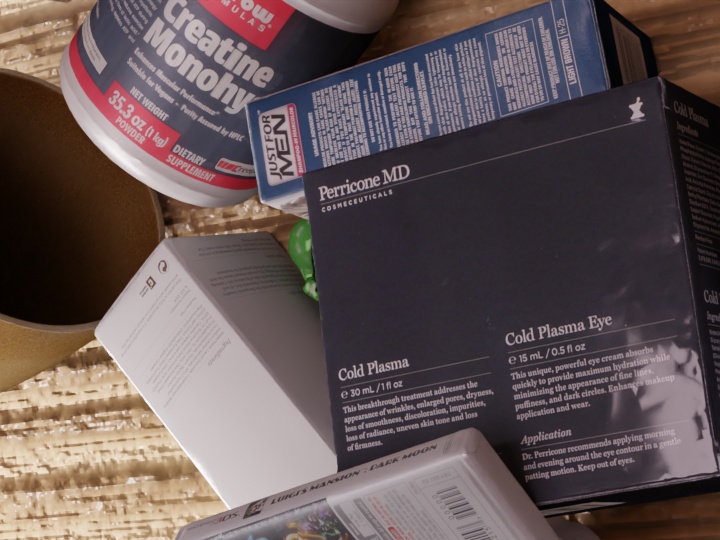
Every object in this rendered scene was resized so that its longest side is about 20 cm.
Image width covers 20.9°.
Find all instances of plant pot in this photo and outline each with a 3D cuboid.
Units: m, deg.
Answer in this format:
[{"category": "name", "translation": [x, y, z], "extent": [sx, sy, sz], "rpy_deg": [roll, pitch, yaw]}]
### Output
[{"category": "plant pot", "translation": [-0.251, 0.004, 1.222], "extent": [0.200, 0.186, 0.187], "rpy_deg": [-43, 70, 42]}]

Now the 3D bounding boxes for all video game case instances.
[{"category": "video game case", "translation": [0.034, 0.174, 0.935], "extent": [0.181, 0.023, 0.200], "rpy_deg": [-22, 117, 32]}]

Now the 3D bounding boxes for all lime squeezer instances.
[{"category": "lime squeezer", "translation": [0.000, 0.000, 1.134], "extent": [0.070, 0.038, 0.201], "rpy_deg": [-22, 79, 1]}]

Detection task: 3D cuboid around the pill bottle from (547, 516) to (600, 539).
[{"category": "pill bottle", "translation": [0.092, 0.204, 1.039], "extent": [0.104, 0.104, 0.201], "rpy_deg": [-20, 82, 32]}]

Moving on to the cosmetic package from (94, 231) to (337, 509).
[{"category": "cosmetic package", "translation": [-0.046, 0.076, 1.119], "extent": [0.085, 0.107, 0.200], "rpy_deg": [-49, 67, 25]}]

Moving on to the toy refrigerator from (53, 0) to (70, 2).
[{"category": "toy refrigerator", "translation": [-0.164, -0.261, 1.119], "extent": [0.076, 0.070, 0.201], "rpy_deg": [43, 113, 30]}]

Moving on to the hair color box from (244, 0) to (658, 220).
[{"category": "hair color box", "translation": [0.051, -0.080, 1.028], "extent": [0.199, 0.100, 0.061], "rpy_deg": [-16, 74, 24]}]

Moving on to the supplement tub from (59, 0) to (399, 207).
[{"category": "supplement tub", "translation": [-0.066, -0.149, 1.097], "extent": [0.140, 0.140, 0.200], "rpy_deg": [49, 117, 21]}]

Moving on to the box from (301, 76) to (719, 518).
[{"category": "box", "translation": [0.088, 0.025, 0.942], "extent": [0.199, 0.104, 0.183], "rpy_deg": [-13, 78, 29]}]
